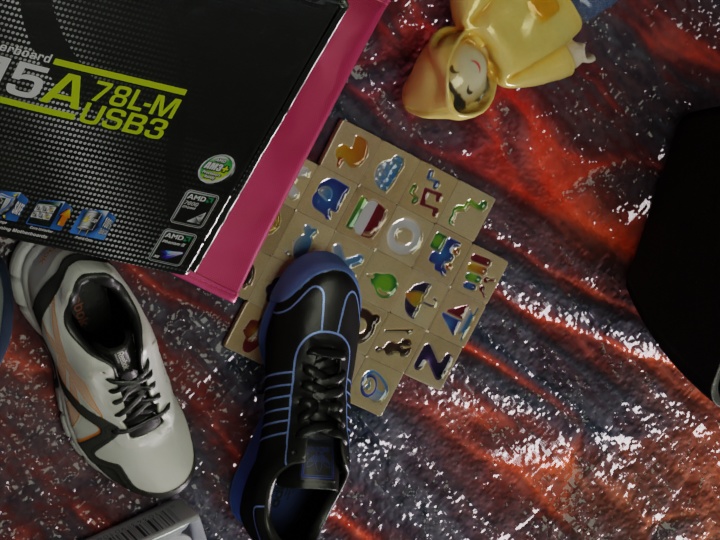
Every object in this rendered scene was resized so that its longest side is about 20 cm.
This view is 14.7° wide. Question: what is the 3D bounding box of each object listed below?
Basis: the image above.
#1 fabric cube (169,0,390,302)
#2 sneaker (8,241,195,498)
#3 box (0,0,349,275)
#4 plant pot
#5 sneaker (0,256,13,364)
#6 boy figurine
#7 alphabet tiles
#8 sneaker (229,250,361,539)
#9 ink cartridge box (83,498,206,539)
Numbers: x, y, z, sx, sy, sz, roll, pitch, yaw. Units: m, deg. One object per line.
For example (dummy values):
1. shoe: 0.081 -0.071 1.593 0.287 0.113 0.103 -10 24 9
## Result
1. fabric cube: -0.142 -0.127 1.616 0.196 0.200 0.199 26 90 -30
2. sneaker: -0.155 0.067 1.739 0.074 0.080 0.200 -35 120 -16
3. box: -0.136 -0.097 1.442 0.200 0.048 0.193 13 127 -30
4. plant pot: 0.296 -0.013 1.891 0.199 0.177 0.200 13 100 -30
5. sneaker: -0.247 0.040 1.622 0.070 0.200 0.082 10 134 3
6. boy figurine: 0.106 -0.171 1.810 0.200 0.064 0.124 -37 121 -16
7. alphabet tiles: 0.000 0.000 1.840 0.200 0.006 0.166 26 93 -31
8. sneaker: -0.031 0.091 1.804 0.070 0.078 0.200 4 107 -27
9. ink cartridge box: -0.174 0.275 1.814 0.198 0.043 0.200 -24 116 -20
